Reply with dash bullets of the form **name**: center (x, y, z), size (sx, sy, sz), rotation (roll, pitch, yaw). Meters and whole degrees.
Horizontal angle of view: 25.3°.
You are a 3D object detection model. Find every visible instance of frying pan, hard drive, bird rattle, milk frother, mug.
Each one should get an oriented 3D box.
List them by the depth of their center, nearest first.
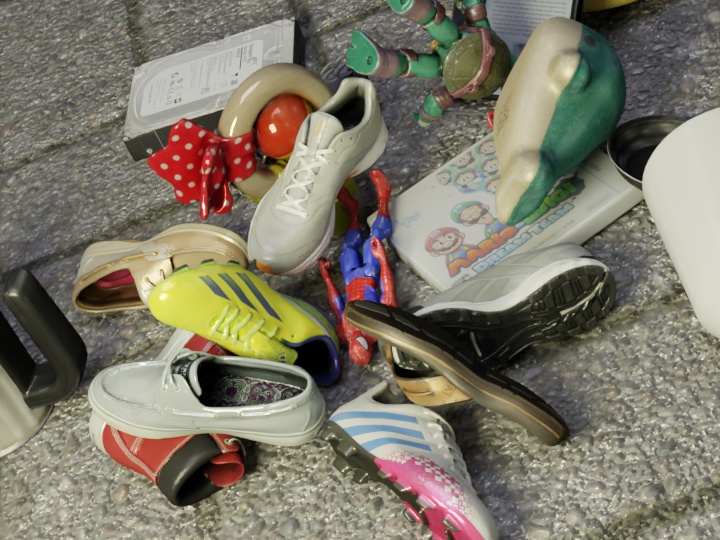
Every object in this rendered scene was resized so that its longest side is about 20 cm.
- **mug**: center (0.318, -0.029, 1.220), size (0.185, 0.150, 0.154), rotation (-20, 46, 18)
- **frying pan**: center (0.305, -0.090, 1.377), size (0.188, 0.031, 0.115), rotation (10, 39, 10)
- **milk frother**: center (-0.358, 0.100, 1.403), size (0.179, 0.189, 0.201), rotation (2, 46, 31)
- **bird rattle**: center (-0.092, -0.117, 1.495), size (0.112, 0.199, 0.164), rotation (29, 95, 52)
- **hard drive**: center (-0.158, -0.200, 1.749), size (0.198, 0.038, 0.140), rotation (-14, 41, 13)

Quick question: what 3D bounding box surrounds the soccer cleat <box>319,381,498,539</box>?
- **soccer cleat**: center (0.050, 0.143, 1.226), size (0.086, 0.070, 0.199), rotation (-39, 41, -18)

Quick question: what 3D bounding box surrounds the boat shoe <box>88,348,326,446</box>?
- **boat shoe**: center (-0.126, 0.092, 1.292), size (0.198, 0.072, 0.071), rotation (5, 51, 10)

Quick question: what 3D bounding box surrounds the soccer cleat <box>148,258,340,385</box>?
- **soccer cleat**: center (-0.087, 0.048, 1.321), size (0.065, 0.199, 0.084), rotation (-43, 52, 25)

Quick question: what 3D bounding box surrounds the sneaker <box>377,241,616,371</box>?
- **sneaker**: center (0.109, 0.033, 1.325), size (0.198, 0.075, 0.080), rotation (-19, 29, -1)

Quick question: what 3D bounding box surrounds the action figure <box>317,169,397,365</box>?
- **action figure**: center (0.000, 0.000, 1.418), size (0.065, 0.052, 0.202), rotation (-20, 49, 21)

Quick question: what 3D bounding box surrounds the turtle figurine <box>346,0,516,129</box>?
- **turtle figurine**: center (0.085, -0.203, 1.479), size (0.100, 0.199, 0.151), rotation (23, 97, 43)

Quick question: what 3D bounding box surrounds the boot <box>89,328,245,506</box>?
- **boot**: center (-0.116, 0.108, 1.364), size (0.144, 0.073, 0.200), rotation (28, 64, 38)

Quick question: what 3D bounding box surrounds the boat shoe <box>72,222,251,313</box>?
- **boat shoe**: center (-0.189, 0.008, 1.513), size (0.198, 0.074, 0.070), rotation (-10, 43, 33)

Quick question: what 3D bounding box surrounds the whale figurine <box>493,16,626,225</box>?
- **whale figurine**: center (0.171, -0.123, 1.388), size (0.103, 0.160, 0.201), rotation (22, 50, -6)

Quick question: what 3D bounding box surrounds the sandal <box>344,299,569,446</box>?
- **sandal**: center (0.068, 0.086, 1.242), size (0.055, 0.199, 0.082), rotation (-59, -5, 10)

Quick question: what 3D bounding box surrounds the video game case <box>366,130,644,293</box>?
- **video game case**: center (0.128, -0.057, 1.443), size (0.199, 0.024, 0.182), rotation (-35, 39, -10)

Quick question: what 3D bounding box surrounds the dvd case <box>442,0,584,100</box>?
- **dvd case**: center (0.153, -0.263, 1.555), size (0.142, 0.202, 0.017), rotation (12, 7, 35)

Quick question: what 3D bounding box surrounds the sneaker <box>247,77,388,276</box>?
- **sneaker**: center (-0.043, -0.090, 1.410), size (0.075, 0.092, 0.201), rotation (21, 63, 15)

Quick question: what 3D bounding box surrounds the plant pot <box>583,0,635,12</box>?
- **plant pot**: center (0.228, -0.389, 1.609), size (0.199, 0.190, 0.202), rotation (-14, 33, 9)

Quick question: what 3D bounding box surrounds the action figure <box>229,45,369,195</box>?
- **action figure**: center (-0.080, -0.146, 1.623), size (0.198, 0.070, 0.131), rotation (-23, 44, 9)
